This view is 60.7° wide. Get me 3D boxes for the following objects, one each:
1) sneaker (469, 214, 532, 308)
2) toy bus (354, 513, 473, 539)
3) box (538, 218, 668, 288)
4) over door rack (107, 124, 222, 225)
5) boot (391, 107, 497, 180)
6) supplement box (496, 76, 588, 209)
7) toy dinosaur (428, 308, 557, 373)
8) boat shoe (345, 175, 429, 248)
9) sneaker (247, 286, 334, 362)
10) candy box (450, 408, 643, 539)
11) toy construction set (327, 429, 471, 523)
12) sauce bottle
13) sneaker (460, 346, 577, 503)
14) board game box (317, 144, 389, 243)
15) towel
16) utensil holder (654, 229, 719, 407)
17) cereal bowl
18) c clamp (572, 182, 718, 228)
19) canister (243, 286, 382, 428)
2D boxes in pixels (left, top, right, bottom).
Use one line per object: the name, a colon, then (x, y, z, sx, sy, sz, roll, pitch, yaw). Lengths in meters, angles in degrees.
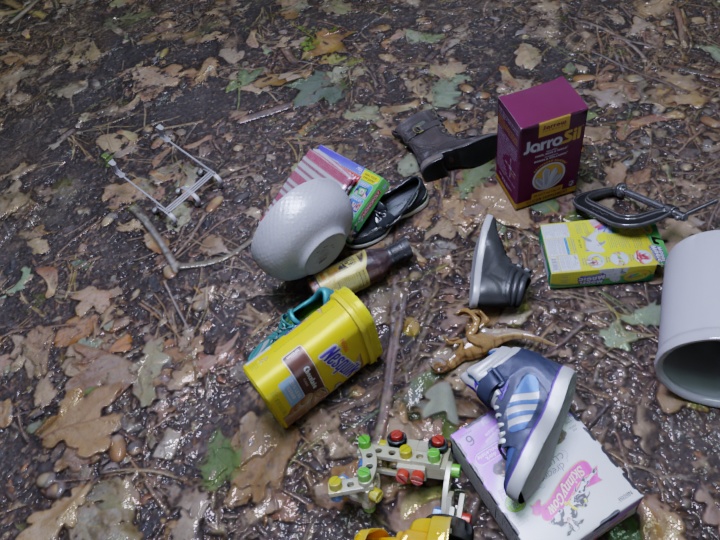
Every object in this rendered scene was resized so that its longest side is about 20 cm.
sneaker: (0.247, -0.011, 1.071, 0.098, 0.071, 0.202, 10, 52, 6)
toy bus: (0.043, 0.368, 0.735, 0.190, 0.201, 0.137, 3, 52, 23)
box: (0.419, -0.035, 1.064, 0.197, 0.049, 0.118, -6, 51, 9)
over door rack: (-0.417, -0.203, 1.333, 0.199, 0.067, 0.148, 40, 66, 10)
boot: (0.177, -0.286, 1.292, 0.198, 0.070, 0.175, -19, 52, -1)
supplement box: (0.329, -0.231, 1.135, 0.129, 0.201, 0.104, -17, 51, -2)
toy dinosaur: (0.201, 0.110, 0.998, 0.198, 0.060, 0.107, -21, 71, 5)
boat shoe: (0.048, -0.118, 1.187, 0.198, 0.066, 0.075, -29, 54, -11)
sneaker: (-0.115, 0.098, 1.033, 0.199, 0.080, 0.078, -40, 52, 0)
candy box: (0.246, 0.277, 0.838, 0.166, 0.072, 0.201, -28, 52, -11)
toy construction set: (0.063, 0.290, 0.851, 0.198, 0.093, 0.131, 16, 32, 13)
sauce bottle: (0.000, 0.000, 1.108, 0.198, 0.066, 0.066, -27, 52, -12)
sneaker: (0.191, 0.193, 0.827, 0.145, 0.081, 0.201, 16, 59, 33)
board game box: (-0.050, -0.154, 1.208, 0.199, 0.029, 0.135, 34, 92, 40)
towel: (-0.106, -0.130, 1.203, 0.201, 0.030, 0.146, -53, 50, 6)
utensil holder: (0.522, 0.068, 0.890, 0.168, 0.171, 0.201, 10, 52, 18)
cereal bowl: (-0.085, -0.056, 1.056, 0.199, 0.201, 0.083, -39, 68, -19)
c clamp: (0.486, -0.116, 1.089, 0.169, 0.027, 0.200, -22, 29, -15)
canister: (-0.071, 0.139, 0.961, 0.199, 0.149, 0.087, -37, 54, -15)
